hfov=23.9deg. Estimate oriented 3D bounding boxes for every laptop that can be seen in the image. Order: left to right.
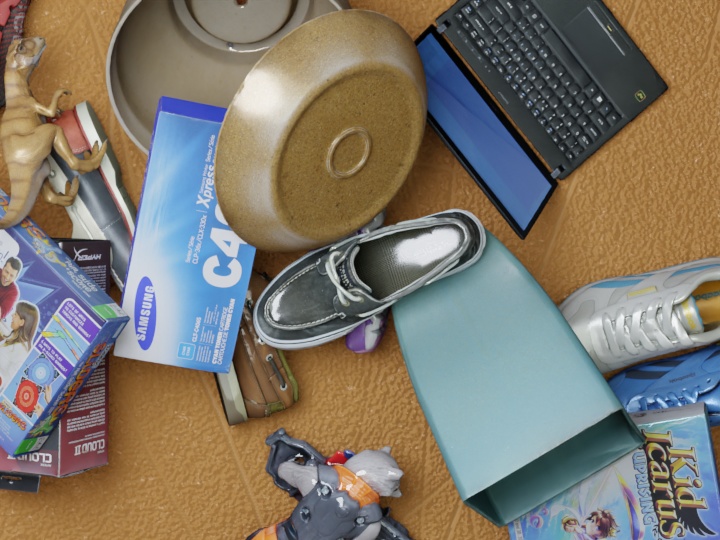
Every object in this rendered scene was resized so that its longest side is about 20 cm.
[{"bbox_3d":[0.143,-0.158,1.405,0.200,0.103,0.178,-40,98,-4],"label":"laptop"}]

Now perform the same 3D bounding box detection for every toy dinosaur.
[{"bbox_3d":[-0.250,-0.083,1.291,0.106,0.060,0.201,27,44,-40],"label":"toy dinosaur"}]

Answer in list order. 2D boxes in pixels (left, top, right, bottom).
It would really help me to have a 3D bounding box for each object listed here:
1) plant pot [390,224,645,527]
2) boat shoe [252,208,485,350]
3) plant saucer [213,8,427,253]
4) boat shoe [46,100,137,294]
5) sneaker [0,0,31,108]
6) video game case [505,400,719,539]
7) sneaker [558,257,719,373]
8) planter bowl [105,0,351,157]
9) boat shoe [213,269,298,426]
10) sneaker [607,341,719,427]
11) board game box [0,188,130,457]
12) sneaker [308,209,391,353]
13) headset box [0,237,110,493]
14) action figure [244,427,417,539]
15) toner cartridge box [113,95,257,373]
[{"bbox_3d":[0.111,0.077,1.372,0.141,0.141,0.201,-31,67,6],"label":"plant pot"},{"bbox_3d":[0.000,0.000,1.327,0.199,0.071,0.073,-27,80,9],"label":"boat shoe"},{"bbox_3d":[-0.018,-0.094,1.272,0.199,0.035,0.201,-24,133,-29],"label":"plant saucer"},{"bbox_3d":[-0.209,-0.035,1.377,0.062,0.071,0.201,-23,94,0],"label":"boat shoe"},{"bbox_3d":[-0.301,-0.190,1.357,0.070,0.098,0.202,14,68,3],"label":"sneaker"},{"bbox_3d":[0.218,0.224,1.434,0.180,0.045,0.202,-10,96,12],"label":"video game case"},{"bbox_3d":[0.247,0.038,1.442,0.199,0.081,0.077,-21,97,-5],"label":"sneaker"},{"bbox_3d":[-0.094,-0.185,1.334,0.198,0.135,0.201,-1,129,-1],"label":"planter bowl"},{"bbox_3d":[-0.100,0.024,1.400,0.067,0.072,0.202,-14,105,-9],"label":"boat shoe"},{"bbox_3d":[0.278,0.108,1.453,0.199,0.078,0.066,-20,98,-5],"label":"sneaker"},{"bbox_3d":[-0.281,0.022,1.278,0.200,0.034,0.136,43,108,17],"label":"board game box"},{"bbox_3d":[-0.021,-0.031,1.406,0.088,0.080,0.202,-6,96,5],"label":"sneaker"},{"bbox_3d":[-0.277,0.074,1.339,0.147,0.075,0.202,2,93,24],"label":"headset box"},{"bbox_3d":[-0.018,0.235,1.406,0.199,0.105,0.194,33,98,-6],"label":"action figure"},{"bbox_3d":[-0.127,-0.025,1.311,0.094,0.043,0.202,10,110,-9],"label":"toner cartridge box"}]
